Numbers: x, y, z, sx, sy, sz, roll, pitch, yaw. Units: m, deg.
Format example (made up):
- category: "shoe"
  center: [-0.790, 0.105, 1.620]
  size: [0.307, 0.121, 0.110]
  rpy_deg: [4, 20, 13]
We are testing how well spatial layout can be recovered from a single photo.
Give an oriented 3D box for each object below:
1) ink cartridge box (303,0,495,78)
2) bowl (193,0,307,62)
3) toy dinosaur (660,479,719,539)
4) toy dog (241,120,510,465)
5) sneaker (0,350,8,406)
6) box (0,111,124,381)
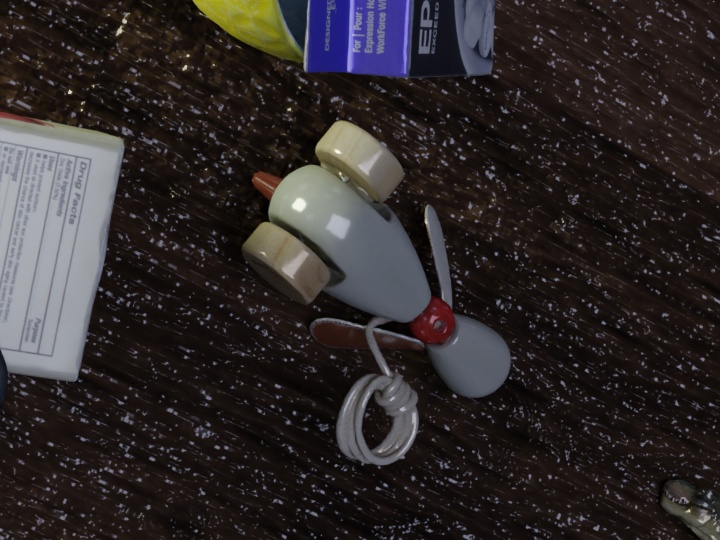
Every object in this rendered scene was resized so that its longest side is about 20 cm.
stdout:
- category: "ink cartridge box"
  center: [0.028, -0.203, 1.084]
  size: [0.043, 0.200, 0.198]
  rpy_deg: [5, 98, 22]
- category: "bowl"
  center: [-0.061, -0.213, 1.066]
  size: [0.108, 0.200, 0.200]
  rpy_deg: [8, 96, 20]
- category: "toy dinosaur"
  center: [0.241, 0.227, 1.301]
  size: [0.088, 0.047, 0.200]
  rpy_deg: [-44, 114, -19]
- category: "toy dog"
  center: [0.000, 0.000, 1.157]
  size: [0.132, 0.096, 0.200]
  rpy_deg: [-33, 123, -19]
- category: "sneaker"
  center: [-0.241, 0.007, 0.928]
  size: [0.200, 0.081, 0.074]
  rpy_deg: [42, 82, -22]
- category: "box"
  center: [-0.238, -0.027, 1.028]
  size: [0.200, 0.109, 0.128]
  rpy_deg: [11, 93, -24]
